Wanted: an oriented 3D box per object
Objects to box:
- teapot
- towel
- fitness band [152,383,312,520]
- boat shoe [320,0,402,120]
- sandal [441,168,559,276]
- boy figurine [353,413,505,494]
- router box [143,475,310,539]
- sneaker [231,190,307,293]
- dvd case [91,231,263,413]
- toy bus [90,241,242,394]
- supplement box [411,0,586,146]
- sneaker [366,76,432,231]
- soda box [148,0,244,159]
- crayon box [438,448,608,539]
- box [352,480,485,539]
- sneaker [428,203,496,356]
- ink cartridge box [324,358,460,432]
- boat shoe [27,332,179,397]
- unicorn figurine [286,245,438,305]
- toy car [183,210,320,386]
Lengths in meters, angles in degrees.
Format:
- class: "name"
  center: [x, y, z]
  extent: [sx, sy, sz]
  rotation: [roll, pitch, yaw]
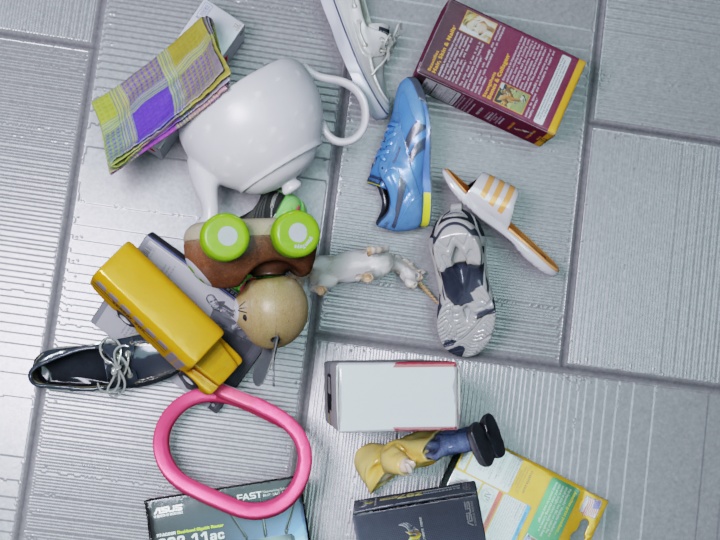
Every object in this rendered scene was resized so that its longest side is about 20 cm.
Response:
- class: "teapot"
  center: [-0.116, -0.164, 1.617]
  extent: [0.200, 0.197, 0.146]
  rotation: [-31, 94, 36]
- class: "towel"
  center: [-0.245, -0.219, 1.583]
  extent: [0.200, 0.023, 0.144]
  rotation: [-34, 47, 15]
- class: "fitness band"
  center: [-0.157, 0.223, 1.591]
  extent: [0.200, 0.037, 0.144]
  rotation: [23, 75, 5]
- class: "boat shoe"
  center: [0.016, -0.301, 1.695]
  extent: [0.086, 0.075, 0.202]
  rotation: [-22, 80, 9]
- class: "sandal"
  center: [0.194, -0.078, 1.687]
  extent: [0.207, 0.079, 0.059]
  rotation: [40, 102, -9]
- class: "boy figurine"
  center: [0.073, 0.231, 1.606]
  extent: [0.200, 0.124, 0.064]
  rotation: [-21, 90, 29]
- class: "router box"
  center: [-0.161, 0.345, 1.614]
  extent: [0.200, 0.062, 0.150]
  rotation: [-8, 83, -7]
- class: "sneaker"
  center: [-0.146, -0.018, 1.660]
  extent: [0.084, 0.077, 0.200]
  rotation: [35, 88, 34]
- class: "dvd case"
  center: [-0.221, 0.067, 1.622]
  extent: [0.200, 0.025, 0.150]
  rotation: [37, 113, -1]
- class: "toy bus"
  center: [-0.230, 0.059, 1.554]
  extent: [0.200, 0.078, 0.065]
  rotation: [44, 69, -4]
- class: "supplement box"
  center: [0.178, -0.259, 1.703]
  extent: [0.200, 0.086, 0.110]
  rotation: [25, 83, -3]
- class: "sneaker"
  center: [0.049, -0.150, 1.674]
  extent: [0.078, 0.066, 0.200]
  rotation: [-2, 96, -11]
- class: "soda box"
  center: [-0.228, -0.247, 1.669]
  extent: [0.064, 0.068, 0.200]
  rotation: [34, 82, -1]
- class: "crayon box"
  center: [0.199, 0.306, 1.661]
  extent: [0.200, 0.052, 0.126]
  rotation: [27, 82, -2]
- class: "box"
  center: [0.084, 0.373, 1.608]
  extent: [0.158, 0.051, 0.200]
  rotation: [-10, 98, 4]
- class: "sneaker"
  center: [0.132, 0.003, 1.678]
  extent: [0.079, 0.130, 0.199]
  rotation: [-9, 121, 12]
- class: "ink cartridge box"
  center: [0.034, 0.151, 1.587]
  extent: [0.146, 0.200, 0.083]
  rotation: [-1, 87, -5]
- class: "boat shoe"
  center: [-0.312, 0.117, 1.606]
  extent: [0.200, 0.062, 0.075]
  rotation: [-2, 100, 4]
- class: "unicorn figurine"
  center: [0.000, 0.000, 1.647]
  extent: [0.200, 0.137, 0.074]
  rotation: [7, 93, 9]
- class: "toy car"
  center: [-0.124, 0.037, 1.518]
  extent: [0.158, 0.164, 0.200]
  rotation: [-3, 87, -14]
